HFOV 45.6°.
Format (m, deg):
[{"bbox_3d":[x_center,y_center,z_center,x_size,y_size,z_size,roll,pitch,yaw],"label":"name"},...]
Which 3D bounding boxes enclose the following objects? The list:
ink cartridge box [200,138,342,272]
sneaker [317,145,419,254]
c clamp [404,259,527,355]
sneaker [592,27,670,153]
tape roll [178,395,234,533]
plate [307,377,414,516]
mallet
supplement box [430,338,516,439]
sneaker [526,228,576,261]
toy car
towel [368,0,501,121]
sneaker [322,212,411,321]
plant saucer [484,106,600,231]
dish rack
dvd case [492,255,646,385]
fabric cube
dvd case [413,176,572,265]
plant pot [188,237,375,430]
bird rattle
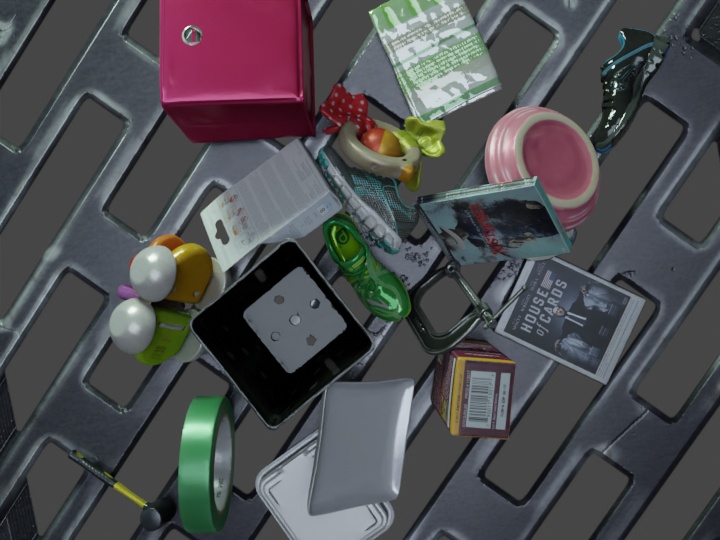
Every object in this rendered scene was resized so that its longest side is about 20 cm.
[{"bbox_3d":[-0.139,-0.092,1.305,0.199,0.161,0.047,-37,134,6],"label":"ink cartridge box"},{"bbox_3d":[0.015,-0.124,1.343,0.091,0.078,0.200,-42,94,-12],"label":"sneaker"},{"bbox_3d":[0.145,0.047,1.289,0.171,0.200,0.027,-46,123,4],"label":"c clamp"},{"bbox_3d":[0.397,-0.276,1.318,0.081,0.073,0.202,26,86,11],"label":"sneaker"},{"bbox_3d":[-0.231,0.293,1.303,0.047,0.200,0.203,0,93,1],"label":"tape roll"},{"bbox_3d":[-0.003,0.265,1.325,0.032,0.199,0.202,11,95,45],"label":"plate"},{"bbox_3d":[-0.391,0.352,1.380,0.199,0.066,0.041,31,95,0],"label":"mallet"},{"bbox_3d":[0.164,0.170,1.278,0.084,0.200,0.112,5,95,-4],"label":"supplement box"},{"bbox_3d":[0.236,-0.072,1.309,0.197,0.087,0.079,10,66,1],"label":"sneaker"},{"bbox_3d":[-0.311,0.041,1.327,0.149,0.174,0.202,26,95,35],"label":"toy car"},{"bbox_3d":[0.117,-0.344,1.342,0.148,0.031,0.202,-25,90,1],"label":"towel"},{"bbox_3d":[0.000,0.000,1.329,0.074,0.084,0.201,-39,86,13],"label":"sneaker"},{"bbox_3d":[0.283,-0.157,1.286,0.198,0.051,0.203,6,73,-21],"label":"plant saucer"},{"bbox_3d":[-0.060,0.375,1.380,0.171,0.044,0.201,-36,91,4],"label":"dish rack"},{"bbox_3d":[0.329,0.070,1.356,0.198,0.025,0.152,25,93,0],"label":"dvd case"},{"bbox_3d":[-0.172,-0.308,1.255,0.196,0.200,0.199,-1,84,2],"label":"fabric cube"},{"bbox_3d":[0.194,-0.068,1.266,0.198,0.022,0.146,-5,137,36],"label":"dvd case"},{"bbox_3d":[-0.109,0.087,1.298,0.199,0.177,0.200,-39,91,3],"label":"plant pot"},{"bbox_3d":[0.028,-0.198,1.278,0.198,0.164,0.113,28,121,-9],"label":"bird rattle"}]
